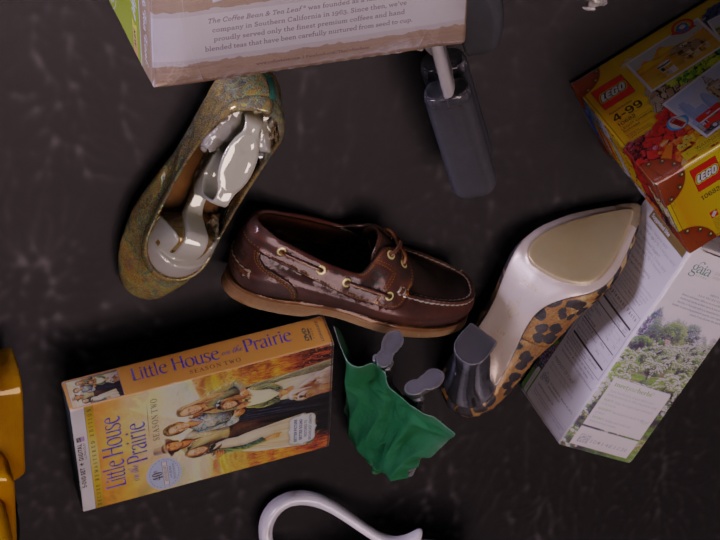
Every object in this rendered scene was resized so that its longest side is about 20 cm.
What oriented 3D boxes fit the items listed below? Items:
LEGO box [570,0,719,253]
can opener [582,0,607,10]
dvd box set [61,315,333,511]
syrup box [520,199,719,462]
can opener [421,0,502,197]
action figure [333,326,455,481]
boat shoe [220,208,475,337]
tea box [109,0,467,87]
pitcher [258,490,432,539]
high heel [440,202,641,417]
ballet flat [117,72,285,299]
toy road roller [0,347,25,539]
[{"bbox_3d":[0.276,-0.126,1.528,0.200,0.149,0.077,-32,129,1],"label":"LEGO box"},{"bbox_3d":[0.115,-0.224,1.465,0.199,0.053,0.067,7,86,-28],"label":"can opener"},{"bbox_3d":[-0.119,0.108,1.581,0.199,0.029,0.147,-14,145,-13],"label":"dvd box set"},{"bbox_3d":[0.220,0.046,1.669,0.079,0.082,0.200,17,115,-33],"label":"syrup box"},{"bbox_3d":[0.072,-0.127,1.466,0.066,0.053,0.200,-6,142,6],"label":"can opener"},{"bbox_3d":[0.023,0.112,1.614,0.055,0.118,0.200,-39,165,-20],"label":"action figure"},{"bbox_3d":[0.000,0.000,1.553,0.199,0.071,0.071,7,124,-26],"label":"boat shoe"},{"bbox_3d":[-0.057,-0.226,1.290,0.199,0.197,0.134,-10,126,-15],"label":"tea box"},{"bbox_3d":[0.012,0.258,1.723,0.199,0.121,0.172,-1,109,-9],"label":"pitcher"},{"bbox_3d":[0.140,0.030,1.659,0.200,0.071,0.143,-40,163,-16],"label":"high heel"},{"bbox_3d":[-0.111,-0.050,1.476,0.070,0.071,0.200,17,116,-31],"label":"ballet flat"},{"bbox_3d":[-0.293,0.161,1.497,0.122,0.146,0.201,-8,126,-17],"label":"toy road roller"}]
